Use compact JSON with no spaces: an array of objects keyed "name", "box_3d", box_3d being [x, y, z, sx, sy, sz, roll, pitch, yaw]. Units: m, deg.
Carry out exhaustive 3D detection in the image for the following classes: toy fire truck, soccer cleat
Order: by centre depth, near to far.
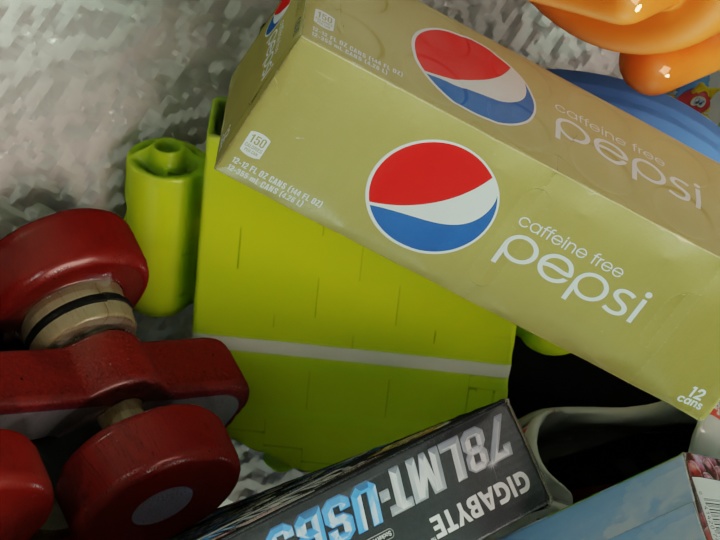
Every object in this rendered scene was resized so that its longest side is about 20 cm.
[{"name":"toy fire truck","box_3d":[-0.147,0.072,1.075,0.200,0.112,0.168,-4,147,-42]},{"name":"soccer cleat","box_3d":[0.058,0.091,1.160,0.200,0.069,0.085,-16,146,12]}]

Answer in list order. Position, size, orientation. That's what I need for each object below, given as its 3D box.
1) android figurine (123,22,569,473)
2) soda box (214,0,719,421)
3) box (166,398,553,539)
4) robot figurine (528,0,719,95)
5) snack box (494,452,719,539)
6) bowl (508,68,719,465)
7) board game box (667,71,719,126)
[{"name":"android figurine","box_3d":[0.000,0.000,1.118,0.182,0.041,0.200,4,125,0]},{"name":"soda box","box_3d":[0.053,-0.029,1.033,0.200,0.068,0.064,27,121,-13]},{"name":"box","box_3d":[-0.064,0.119,1.067,0.200,0.198,0.050,-24,91,-47]},{"name":"robot figurine","box_3d":[0.122,-0.148,1.065,0.117,0.144,0.200,-27,-178,40]},{"name":"snack box","box_3d":[0.112,0.138,1.126,0.169,0.068,0.200,-28,157,29]},{"name":"bowl","box_3d":[0.073,0.014,1.174,0.200,0.039,0.201,2,128,3]},{"name":"board game box","box_3d":[0.196,-0.054,1.276,0.200,0.105,0.103,-46,139,-5]}]
